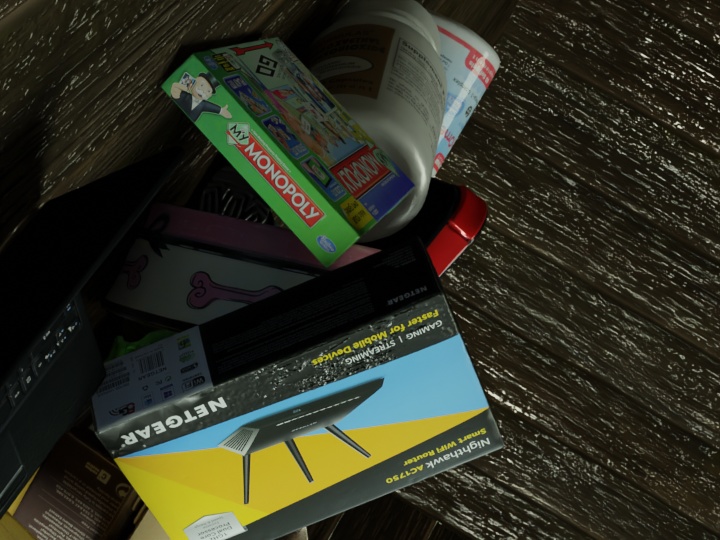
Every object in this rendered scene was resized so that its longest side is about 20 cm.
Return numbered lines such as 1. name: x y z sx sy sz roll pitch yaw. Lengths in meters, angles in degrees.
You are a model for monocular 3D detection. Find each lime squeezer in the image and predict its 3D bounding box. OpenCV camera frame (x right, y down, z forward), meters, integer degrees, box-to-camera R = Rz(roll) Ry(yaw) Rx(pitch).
1. lime squeezer: -0.126 0.057 1.021 0.070 0.199 0.038 -2 85 -53

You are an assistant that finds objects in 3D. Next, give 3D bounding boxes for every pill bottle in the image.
1. pill bottle: 0.049 -0.156 1.687 0.201 0.108 0.109 -60 176 -4
2. pill bottle: 0.005 -0.121 1.220 0.200 0.114 0.115 -76 -169 -53

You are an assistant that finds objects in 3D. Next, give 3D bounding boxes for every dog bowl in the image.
1. dog bowl: -0.057 0.009 1.040 0.200 0.199 0.074 1 101 -86

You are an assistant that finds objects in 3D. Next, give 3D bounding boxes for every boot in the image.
1. boot: -0.115 0.013 1.239 0.165 0.065 0.200 -57 180 -9

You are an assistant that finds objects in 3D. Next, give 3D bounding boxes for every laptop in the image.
1. laptop: -0.146 0.059 0.753 0.178 0.103 0.201 -56 152 -36

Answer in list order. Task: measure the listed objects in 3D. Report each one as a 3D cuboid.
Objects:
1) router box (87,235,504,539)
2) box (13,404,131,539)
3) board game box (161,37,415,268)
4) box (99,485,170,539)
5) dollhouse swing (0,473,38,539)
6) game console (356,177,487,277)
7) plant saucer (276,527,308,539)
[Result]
1. router box: -0.033 0.078 0.933 0.149 0.199 0.051 65 4 -47
2. box: -0.195 0.174 1.140 0.200 0.075 0.100 -57 178 27
3. board game box: -0.036 -0.076 0.985 0.029 0.135 0.200 -43 -179 15
4. box: -0.080 0.136 1.096 0.200 0.021 0.164 -17 148 -47
5. dollhouse swing: -0.162 0.148 0.948 0.176 0.182 0.200 -47 172 -17
6. game console: 0.000 0.000 1.223 0.177 0.031 0.200 -51 -158 -5
7. plant saucer: -0.092 0.168 1.365 0.032 0.201 0.200 -16 160 -17
